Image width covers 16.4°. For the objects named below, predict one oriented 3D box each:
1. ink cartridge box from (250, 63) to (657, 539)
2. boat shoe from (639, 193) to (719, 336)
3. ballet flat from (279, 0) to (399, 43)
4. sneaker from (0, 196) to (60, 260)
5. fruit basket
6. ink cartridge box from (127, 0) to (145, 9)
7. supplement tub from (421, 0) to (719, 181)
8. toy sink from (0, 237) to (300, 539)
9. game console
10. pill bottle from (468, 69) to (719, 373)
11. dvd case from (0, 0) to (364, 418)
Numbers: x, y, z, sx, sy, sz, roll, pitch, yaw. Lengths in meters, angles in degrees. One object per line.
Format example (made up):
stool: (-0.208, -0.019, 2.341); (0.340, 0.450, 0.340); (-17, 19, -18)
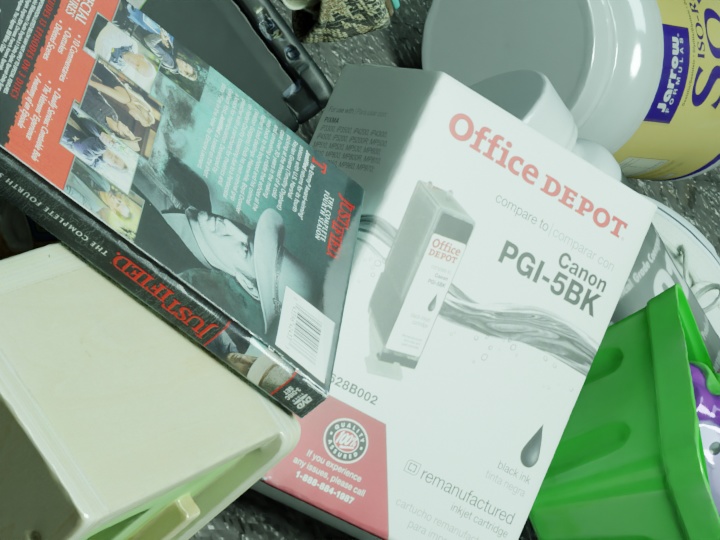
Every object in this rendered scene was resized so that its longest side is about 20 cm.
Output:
ink cartridge box: (0.028, 0.024, 1.145); (0.147, 0.083, 0.200); (28, 80, -31)
boat shoe: (0.191, 0.043, 1.452); (0.202, 0.075, 0.086); (59, 14, 4)
ballet flat: (-0.033, -0.188, 1.265); (0.200, 0.075, 0.068); (74, -10, -48)
sneaker: (-0.153, -0.064, 1.141); (0.088, 0.075, 0.200); (11, 56, -57)
fruit basket: (0.193, 0.106, 1.216); (0.216, 0.216, 0.156); (34, 33, -25)
ink cartridge box: (-0.170, -0.208, 1.111); (0.117, 0.067, 0.200); (-13, 68, -40)
supplement tub: (0.144, -0.129, 1.516); (0.200, 0.145, 0.145); (0, 56, -52)
toy sink: (-0.114, 0.066, 0.979); (0.112, 0.130, 0.200); (54, 29, 8)
game console: (-0.117, -0.138, 1.273); (0.200, 0.116, 0.176); (54, 0, -17)
pill bottle: (0.103, 0.004, 1.297); (0.200, 0.114, 0.114); (57, 26, -21)
dvd case: (-0.084, -0.045, 0.993); (0.200, 0.022, 0.146); (36, 32, -19)
